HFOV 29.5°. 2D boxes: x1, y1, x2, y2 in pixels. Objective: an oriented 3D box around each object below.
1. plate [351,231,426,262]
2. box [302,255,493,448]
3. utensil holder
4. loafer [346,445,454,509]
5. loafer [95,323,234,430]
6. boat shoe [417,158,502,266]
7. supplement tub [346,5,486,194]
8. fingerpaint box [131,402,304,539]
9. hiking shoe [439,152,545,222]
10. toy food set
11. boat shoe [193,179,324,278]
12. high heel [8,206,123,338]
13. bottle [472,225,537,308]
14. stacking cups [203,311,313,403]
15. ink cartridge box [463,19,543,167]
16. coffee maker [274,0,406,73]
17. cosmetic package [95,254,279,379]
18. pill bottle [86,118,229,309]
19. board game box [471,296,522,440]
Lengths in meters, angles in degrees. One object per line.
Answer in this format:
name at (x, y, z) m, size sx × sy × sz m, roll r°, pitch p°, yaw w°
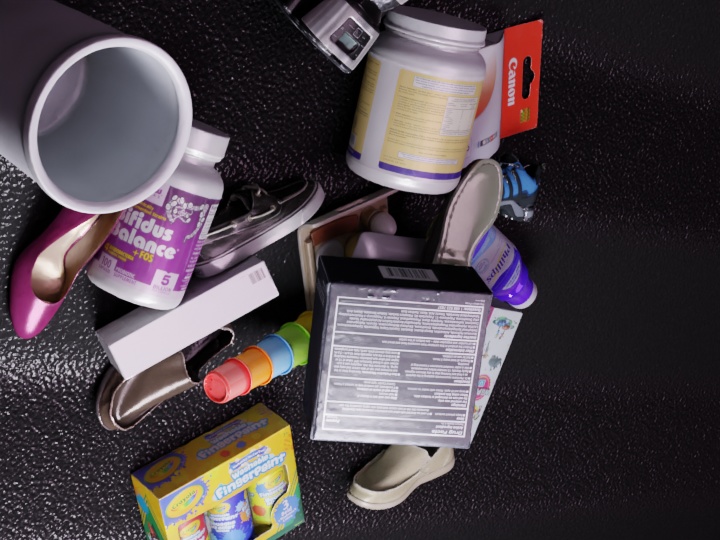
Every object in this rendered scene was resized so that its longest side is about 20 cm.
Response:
plate at (0.036, 0.052, 1.766) m, size 0.199 × 0.032 × 0.201 m, roll 4°, pitch 111°, yaw -54°
box at (0.039, 0.097, 1.651) m, size 0.199 × 0.123 × 0.200 m, roll 5°, pitch 105°, yaw -9°
utensil holder at (-0.285, -0.166, 1.320) m, size 0.169 × 0.200 × 0.171 m, roll -19°, pitch 123°, yaw -33°
loafer at (0.057, 0.275, 1.950) m, size 0.200 × 0.075 × 0.069 m, roll -24°, pitch 125°, yaw -43°
loafer at (-0.228, 0.113, 1.608) m, size 0.200 × 0.071 × 0.073 m, roll -46°, pitch 134°, yaw -13°
boat shoe at (0.119, -0.050, 1.726) m, size 0.071 × 0.061 × 0.202 m, roll 16°, pitch 98°, yaw -28°
supplement tub at (0.070, -0.207, 1.654) m, size 0.145 × 0.145 × 0.201 m, roll -2°, pitch 113°, yaw -41°
fingerpaint box at (-0.176, 0.291, 1.745) m, size 0.199 × 0.073 × 0.168 m, roll -27°, pitch 127°, yaw -29°
hiking shoe at (0.175, -0.122, 1.850) m, size 0.200 × 0.074 × 0.087 m, roll 4°, pitch 107°, yaw -54°
toy food set at (0.000, 0.000, 1.759) m, size 0.143 × 0.060 × 0.201 m, roll -26°, pitch 126°, yaw -30°
boat shoe at (-0.123, -0.066, 1.606) m, size 0.200 × 0.071 × 0.064 m, roll -36°, pitch 117°, yaw -33°
high heel at (-0.313, -0.008, 1.451) m, size 0.067 × 0.096 × 0.201 m, roll 9°, pitch 105°, yaw -44°
bottle at (0.182, -0.008, 1.913) m, size 0.200 × 0.065 × 0.084 m, roll 40°, pitch 79°, yaw -46°
stacking cups at (-0.110, 0.110, 1.674) m, size 0.200 × 0.060 × 0.061 m, roll -30°, pitch 132°, yaw -52°
ink cartridge box at (0.177, -0.230, 1.806) m, size 0.199 × 0.050 × 0.163 m, roll -19°, pitch 123°, yaw -30°
coffee maker at (0.005, -0.341, 1.528) m, size 0.200 × 0.192 × 0.135 m, roll -41°, pitch 114°, yaw 11°
cosmetic package at (-0.198, 0.050, 1.564) m, size 0.199 × 0.082 × 0.051 m, roll -29°, pitch 110°, yaw -14°
pill bottle at (-0.216, -0.068, 1.495) m, size 0.112 × 0.112 × 0.201 m, roll 13°, pitch 103°, yaw -44°
board game box at (0.115, 0.117, 1.861) m, size 0.064 × 0.147 × 0.201 m, roll 8°, pitch 106°, yaw -46°
